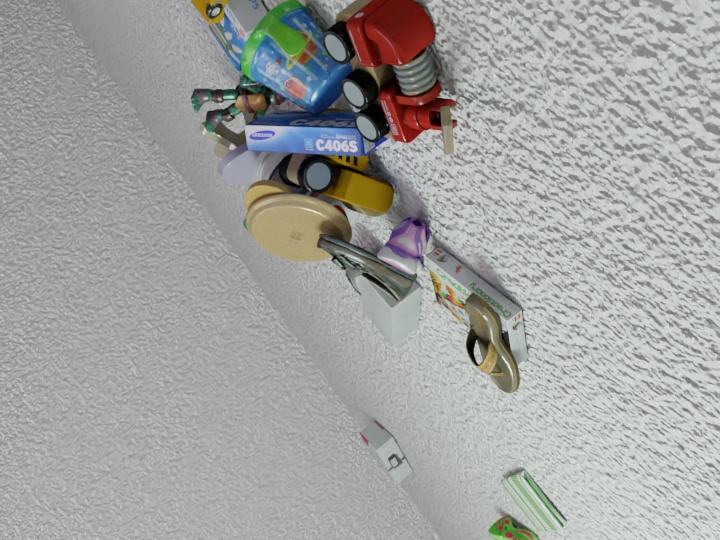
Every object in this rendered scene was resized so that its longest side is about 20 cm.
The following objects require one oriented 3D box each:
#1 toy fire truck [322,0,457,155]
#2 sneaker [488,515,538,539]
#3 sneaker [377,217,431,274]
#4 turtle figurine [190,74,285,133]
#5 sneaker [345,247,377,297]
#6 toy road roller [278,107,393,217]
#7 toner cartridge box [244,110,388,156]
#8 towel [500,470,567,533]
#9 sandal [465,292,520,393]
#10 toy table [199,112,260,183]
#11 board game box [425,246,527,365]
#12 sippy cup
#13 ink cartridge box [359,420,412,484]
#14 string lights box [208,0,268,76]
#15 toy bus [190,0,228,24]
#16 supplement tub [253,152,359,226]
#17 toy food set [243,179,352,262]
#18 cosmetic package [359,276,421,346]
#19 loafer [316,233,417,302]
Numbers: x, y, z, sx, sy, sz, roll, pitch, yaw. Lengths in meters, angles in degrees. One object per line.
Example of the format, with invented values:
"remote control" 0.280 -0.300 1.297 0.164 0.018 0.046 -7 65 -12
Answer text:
"toy fire truck" 0.060 -0.223 0.887 0.199 0.129 0.177 22 146 44
"sneaker" 0.400 0.706 1.948 0.084 0.077 0.200 61 165 -11
"sneaker" 0.084 -0.046 1.273 0.080 0.089 0.200 24 -176 5
"turtle figurine" -0.216 -0.321 1.446 0.101 0.199 0.150 -76 -24 -48
"sneaker" 0.000 0.000 1.624 0.084 0.075 0.200 42 162 26
"toy road roller" -0.030 -0.188 1.273 0.199 0.147 0.123 19 -177 -29
"toner cartridge box" -0.066 -0.210 1.135 0.199 0.095 0.043 7 117 25
"towel" 0.389 0.525 1.690 0.153 0.023 0.200 51 166 16
"sandal" 0.197 0.123 1.185 0.080 0.054 0.201 34 155 51
"toy table" -0.240 -0.272 1.578 0.117 0.184 0.200 54 -152 14
"board game box" 0.191 0.058 1.236 0.200 0.035 0.127 41 160 41
"sippy cup" -0.087 -0.310 1.125 0.130 0.178 0.140 41 127 8
"ink cartridge box" 0.098 0.695 2.854 0.145 0.083 0.201 30 152 58
"string lights box" -0.220 -0.443 1.356 0.103 0.059 0.200 56 165 -2
"toy bus" -0.222 -0.484 1.167 0.065 0.078 0.200 49 154 11
"supplement tub" -0.106 -0.159 1.474 0.200 0.140 0.141 46 164 28
"toy food set" -0.113 -0.080 1.343 0.198 0.199 0.049 102 175 -57
"cosmetic package" 0.062 0.063 1.566 0.113 0.081 0.200 49 165 21
"loafer" 0.008 -0.003 1.313 0.199 0.063 0.072 23 -179 -22
